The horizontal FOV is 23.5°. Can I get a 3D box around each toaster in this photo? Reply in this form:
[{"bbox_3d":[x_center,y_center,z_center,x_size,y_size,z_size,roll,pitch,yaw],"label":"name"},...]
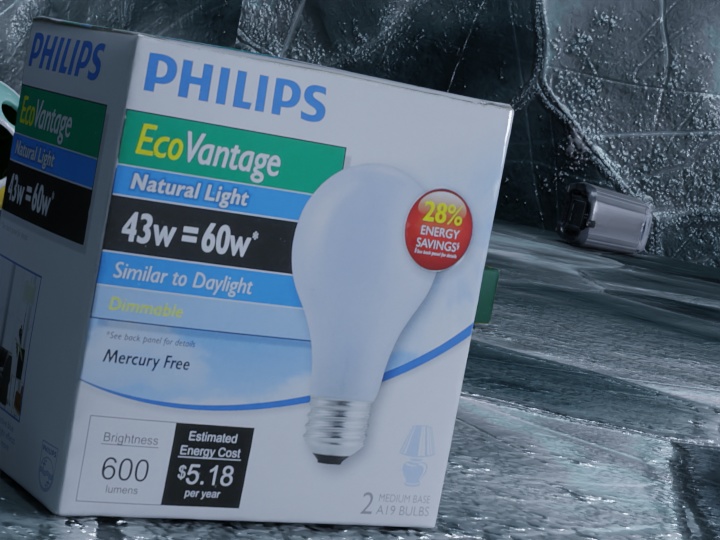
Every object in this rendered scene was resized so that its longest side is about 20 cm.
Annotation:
[{"bbox_3d":[0.440,-0.092,3.108,0.129,0.114,0.200,12,4,-11],"label":"toaster"}]

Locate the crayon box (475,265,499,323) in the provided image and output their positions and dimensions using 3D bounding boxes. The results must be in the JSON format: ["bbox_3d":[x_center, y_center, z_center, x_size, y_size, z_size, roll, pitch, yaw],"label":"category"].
[{"bbox_3d":[0.000,0.000,1.632,0.172,0.059,0.200,6,7,-40],"label":"crayon box"}]

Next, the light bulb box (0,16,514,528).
[{"bbox_3d":[-0.056,0.002,0.788,0.197,0.201,0.125,6,7,-32],"label":"light bulb box"}]

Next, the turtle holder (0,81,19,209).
[{"bbox_3d":[-0.386,-0.112,1.768,0.141,0.186,0.132,-26,19,-19],"label":"turtle holder"}]
